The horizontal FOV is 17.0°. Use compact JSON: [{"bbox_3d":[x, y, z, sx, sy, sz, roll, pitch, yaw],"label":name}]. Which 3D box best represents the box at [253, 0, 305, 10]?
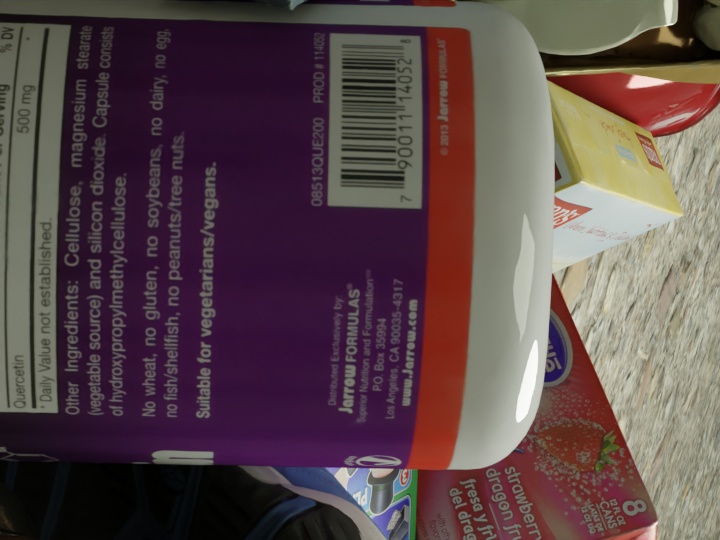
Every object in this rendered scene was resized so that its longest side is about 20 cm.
[{"bbox_3d":[0.008,-0.151,0.613,0.200,0.040,0.138,-40,143,-68],"label":"box"}]

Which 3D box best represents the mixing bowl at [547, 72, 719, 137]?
[{"bbox_3d":[0.032,-0.112,0.858,0.108,0.200,0.201,-33,143,-26],"label":"mixing bowl"}]

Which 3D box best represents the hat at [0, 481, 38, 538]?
[{"bbox_3d":[-0.127,0.100,0.618,0.201,0.199,0.081,75,-3,-58],"label":"hat"}]

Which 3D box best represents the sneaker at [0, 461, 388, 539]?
[{"bbox_3d":[-0.040,0.056,0.671,0.077,0.200,0.076,-15,110,-29],"label":"sneaker"}]

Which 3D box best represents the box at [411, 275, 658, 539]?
[{"bbox_3d":[0.049,0.066,1.006,0.100,0.095,0.201,83,-11,-51],"label":"box"}]

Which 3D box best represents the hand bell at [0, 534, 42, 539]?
[{"bbox_3d":[-0.111,0.057,0.484,0.104,0.199,0.105,16,90,-73],"label":"hand bell"}]

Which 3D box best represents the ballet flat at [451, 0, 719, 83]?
[{"bbox_3d":[0.100,-0.086,0.764,0.063,0.198,0.069,-141,-136,-64],"label":"ballet flat"}]

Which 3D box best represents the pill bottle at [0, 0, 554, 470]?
[{"bbox_3d":[-0.056,-0.010,0.576,0.112,0.198,0.114,-179,-90,-88],"label":"pill bottle"}]

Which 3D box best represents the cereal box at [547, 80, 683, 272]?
[{"bbox_3d":[0.000,0.000,0.812,0.040,0.199,0.144,68,17,10],"label":"cereal box"}]

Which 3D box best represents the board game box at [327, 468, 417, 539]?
[{"bbox_3d":[-0.038,0.120,0.841,0.200,0.029,0.136,-21,118,-59],"label":"board game box"}]
